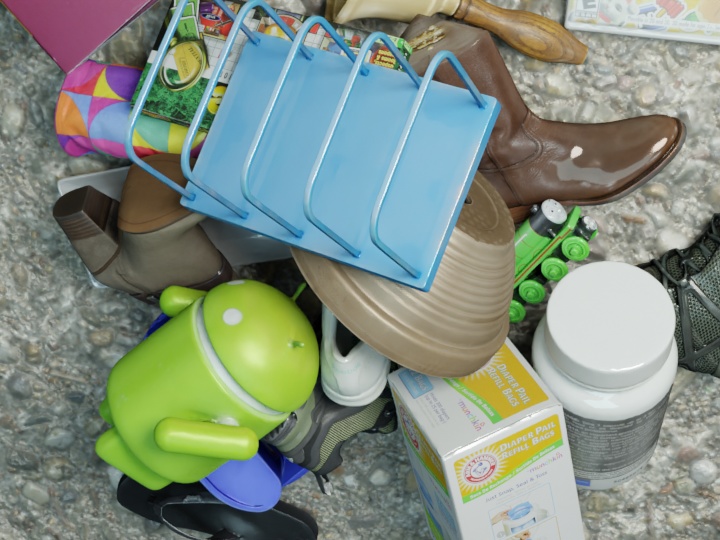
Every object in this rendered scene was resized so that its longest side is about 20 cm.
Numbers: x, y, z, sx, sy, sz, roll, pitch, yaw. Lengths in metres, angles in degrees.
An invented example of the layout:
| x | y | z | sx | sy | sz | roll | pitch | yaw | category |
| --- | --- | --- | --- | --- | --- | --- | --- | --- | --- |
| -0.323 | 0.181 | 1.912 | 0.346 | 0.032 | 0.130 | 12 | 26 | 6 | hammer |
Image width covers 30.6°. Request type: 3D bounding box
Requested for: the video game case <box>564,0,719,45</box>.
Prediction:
| x | y | z | sx | sy | sz | roll | pitch | yaw | category |
| --- | --- | --- | --- | --- | --- | --- | --- | --- | --- |
| 0.261 | -0.258 | 0.970 | 0.199 | 0.023 | 0.183 | 7 | 116 | 6 | video game case |

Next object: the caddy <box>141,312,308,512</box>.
| x | y | z | sx | sy | sz | roll | pitch | yaw | category |
| --- | --- | --- | --- | --- | --- | --- | --- | --- | --- |
| -0.108 | 0.115 | 1.165 | 0.141 | 0.105 | 0.200 | -39 | 105 | 0 | caddy |

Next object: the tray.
| x | y | z | sx | sy | sz | roll | pitch | yaw | category |
| --- | --- | --- | --- | --- | --- | --- | --- | --- | --- |
| -0.153 | -0.049 | 1.136 | 0.199 | 0.022 | 0.108 | -9 | 113 | 13 | tray |

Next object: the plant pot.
| x | y | z | sx | sy | sz | roll | pitch | yaw | category |
| --- | --- | --- | --- | --- | --- | --- | --- | --- | --- |
| 0.048 | -0.027 | 0.983 | 0.200 | 0.201 | 0.093 | 36 | 121 | -9 | plant pot |

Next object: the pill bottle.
| x | y | z | sx | sy | sz | roll | pitch | yaw | category |
| --- | --- | --- | --- | --- | --- | --- | --- | --- | --- |
| 0.191 | 0.085 | 1.049 | 0.113 | 0.114 | 0.200 | 4 | 148 | 7 | pill bottle |

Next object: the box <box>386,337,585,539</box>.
| x | y | z | sx | sy | sz | roll | pitch | yaw | category |
| --- | --- | --- | --- | --- | --- | --- | --- | --- | --- |
| 0.104 | 0.163 | 1.055 | 0.101 | 0.113 | 0.201 | -23 | 129 | -10 | box |

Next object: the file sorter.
| x | y | z | sx | sy | sz | roll | pitch | yaw | category |
| --- | --- | --- | --- | --- | --- | --- | --- | --- | --- |
| -0.034 | -0.094 | 0.874 | 0.199 | 0.123 | 0.139 | 19 | 82 | 23 | file sorter |

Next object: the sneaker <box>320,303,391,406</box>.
| x | y | z | sx | sy | sz | roll | pitch | yaw | category |
| --- | --- | --- | --- | --- | --- | --- | --- | --- | --- |
| 0.000 | 0.000 | 1.041 | 0.075 | 0.201 | 0.089 | -2 | 152 | 6 | sneaker |

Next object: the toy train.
| x | y | z | sx | sy | sz | roll | pitch | yaw | category |
| --- | --- | --- | --- | --- | --- | --- | --- | --- | --- |
| 0.121 | 0.010 | 1.086 | 0.056 | 0.042 | 0.200 | 36 | 133 | -4 | toy train |

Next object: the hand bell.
| x | y | z | sx | sy | sz | roll | pitch | yaw | category |
| --- | --- | --- | --- | --- | --- | --- | --- | --- | --- |
| 0.083 | -0.201 | 1.005 | 0.199 | 0.104 | 0.104 | 19 | 118 | -15 | hand bell |

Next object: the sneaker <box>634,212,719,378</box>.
| x | y | z | sx | sy | sz | roll | pitch | yaw | category |
| --- | --- | --- | --- | --- | --- | --- | --- | --- | --- |
| 0.278 | -0.005 | 1.059 | 0.114 | 0.076 | 0.200 | 11 | 122 | -3 | sneaker |

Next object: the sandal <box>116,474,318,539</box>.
| x | y | z | sx | sy | sz | roll | pitch | yaw | category |
| --- | --- | --- | --- | --- | --- | --- | --- | --- | --- |
| -0.137 | 0.230 | 1.256 | 0.199 | 0.043 | 0.076 | 17 | 117 | 1 | sandal |

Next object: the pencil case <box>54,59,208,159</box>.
| x | y | z | sx | sy | sz | roll | pitch | yaw | category |
| --- | --- | --- | --- | --- | --- | --- | --- | --- | --- |
| -0.143 | -0.115 | 1.057 | 0.199 | 0.088 | 0.089 | 13 | 117 | 12 | pencil case |

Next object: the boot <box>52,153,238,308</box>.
| x | y | z | sx | sy | sz | roll | pitch | yaw | category |
| --- | --- | --- | --- | --- | --- | --- | --- | --- | --- |
| -0.147 | -0.023 | 1.065 | 0.199 | 0.071 | 0.146 | -3 | 148 | 37 | boot |

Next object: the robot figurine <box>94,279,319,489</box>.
| x | y | z | sx | sy | sz | roll | pitch | yaw | category |
| --- | --- | --- | --- | --- | --- | --- | --- | --- | --- |
| -0.116 | 0.087 | 1.025 | 0.200 | 0.176 | 0.116 | -36 | 121 | 21 | robot figurine |

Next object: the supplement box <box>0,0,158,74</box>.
| x | y | z | sx | sy | sz | roll | pitch | yaw | category |
| --- | --- | --- | --- | --- | --- | --- | --- | --- | --- |
| -0.187 | -0.244 | 0.948 | 0.103 | 0.200 | 0.131 | -35 | 105 | 22 | supplement box |

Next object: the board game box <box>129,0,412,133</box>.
| x | y | z | sx | sy | sz | roll | pitch | yaw | category |
| --- | --- | --- | --- | --- | --- | --- | --- | --- | --- |
| -0.069 | -0.143 | 0.978 | 0.199 | 0.023 | 0.105 | 17 | 84 | 23 | board game box |

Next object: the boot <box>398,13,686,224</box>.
| x | y | z | sx | sy | sz | roll | pitch | yaw | category |
| --- | --- | --- | --- | --- | --- | --- | --- | --- | --- |
| 0.127 | -0.128 | 0.994 | 0.186 | 0.064 | 0.200 | -23 | 131 | 21 | boot |

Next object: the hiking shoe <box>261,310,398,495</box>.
| x | y | z | sx | sy | sz | roll | pitch | yaw | category |
| --- | --- | --- | --- | --- | --- | --- | --- | --- | --- |
| 0.000 | 0.087 | 1.111 | 0.200 | 0.076 | 0.101 | -50 | 117 | -19 | hiking shoe |
